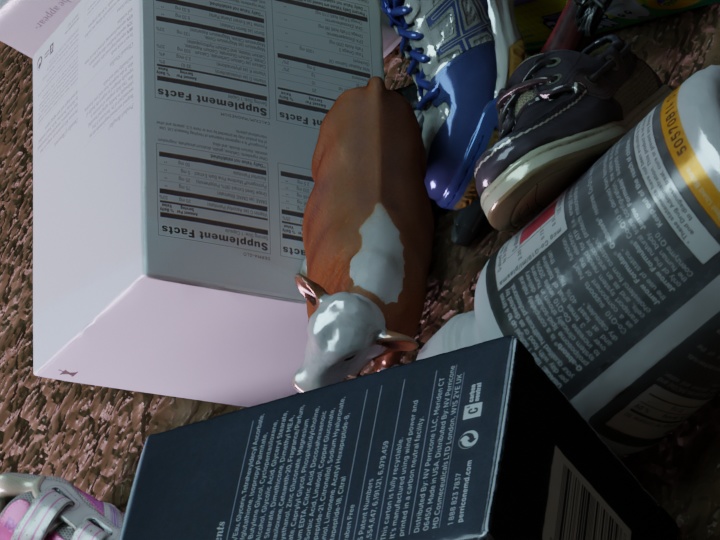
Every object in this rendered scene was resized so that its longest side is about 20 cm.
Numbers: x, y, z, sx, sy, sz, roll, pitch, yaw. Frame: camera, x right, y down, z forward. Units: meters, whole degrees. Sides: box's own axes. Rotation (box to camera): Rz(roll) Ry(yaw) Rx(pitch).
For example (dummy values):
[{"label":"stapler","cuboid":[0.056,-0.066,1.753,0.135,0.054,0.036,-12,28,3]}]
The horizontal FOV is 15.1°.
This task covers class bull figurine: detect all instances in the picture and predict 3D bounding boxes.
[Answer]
[{"label":"bull figurine","cuboid":[0.000,0.000,1.328,0.121,0.065,0.200,103,177,-50]}]

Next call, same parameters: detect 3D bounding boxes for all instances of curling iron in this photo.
[{"label":"curling iron","cuboid":[0.089,-0.092,1.400,0.200,0.026,0.050,-61,-7,35]}]

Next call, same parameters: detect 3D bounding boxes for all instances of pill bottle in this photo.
[{"label":"pill bottle","cuboid":[0.124,0.011,1.214,0.200,0.116,0.116,-42,34,28]}]

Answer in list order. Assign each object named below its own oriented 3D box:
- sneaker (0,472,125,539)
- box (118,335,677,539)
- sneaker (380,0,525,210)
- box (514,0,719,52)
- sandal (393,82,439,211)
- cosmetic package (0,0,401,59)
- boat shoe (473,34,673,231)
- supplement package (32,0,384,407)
[{"label":"sneaker","cuboid":[-0.163,0.167,1.547,0.200,0.088,0.081,14,76,59]},{"label":"box","cuboid":[0.015,0.132,1.189,0.200,0.148,0.107,-17,43,29]},{"label":"sneaker","cuboid":[0.039,-0.131,1.407,0.075,0.088,0.200,142,137,-68]},{"label":"box","cuboid":[0.131,-0.184,1.445,0.200,0.048,0.117,-7,59,52]},{"label":"sandal","cuboid":[0.014,-0.059,1.512,0.200,0.048,0.075,-38,36,35]},{"label":"cosmetic package","cuboid":[-0.098,-0.198,1.652,0.165,0.200,0.165,-39,36,35]},{"label":"boat shoe","cuboid":[0.093,-0.071,1.277,0.072,0.065,0.200,-39,-5,29]},{"label":"supplement package","cuboid":[-0.083,-0.049,1.486,0.152,0.151,0.200,-38,48,53]}]
